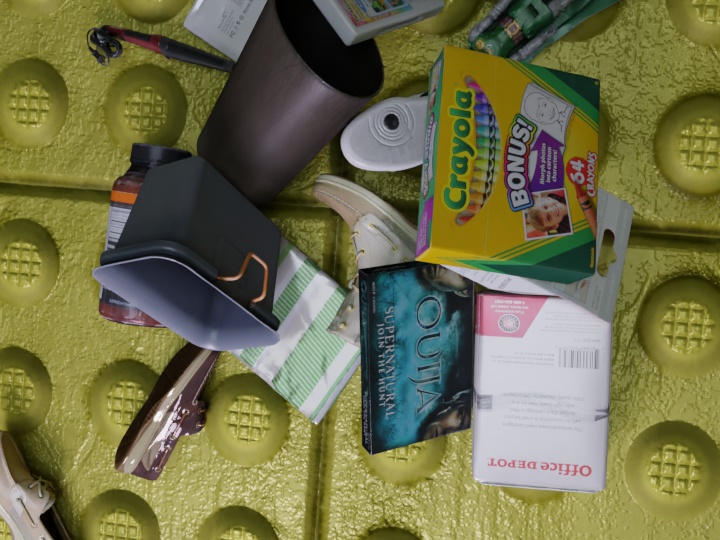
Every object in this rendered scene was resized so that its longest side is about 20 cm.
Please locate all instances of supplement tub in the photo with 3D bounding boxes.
[{"bbox_3d":[-0.243,-0.042,0.892,0.104,0.107,0.206,9,93,8],"label":"supplement tub"}]

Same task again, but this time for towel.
[{"bbox_3d":[-0.085,0.064,0.915,0.199,0.023,0.154,38,96,7],"label":"towel"}]

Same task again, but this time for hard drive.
[{"bbox_3d":[-0.097,-0.293,0.902,0.198,0.026,0.134,34,96,6],"label":"hard drive"}]

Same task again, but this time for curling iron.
[{"bbox_3d":[-0.242,-0.262,0.924,0.195,0.026,0.051,12,87,9],"label":"curling iron"}]

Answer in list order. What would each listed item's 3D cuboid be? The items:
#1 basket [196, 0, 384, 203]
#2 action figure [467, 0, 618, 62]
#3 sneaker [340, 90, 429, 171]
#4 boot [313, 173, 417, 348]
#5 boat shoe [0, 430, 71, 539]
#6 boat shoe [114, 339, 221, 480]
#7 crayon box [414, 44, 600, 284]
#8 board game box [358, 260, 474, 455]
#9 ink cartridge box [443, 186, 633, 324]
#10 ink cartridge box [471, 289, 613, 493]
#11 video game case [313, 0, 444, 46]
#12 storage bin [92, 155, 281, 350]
[{"bbox_3d":[-0.085,-0.181,0.820,0.200,0.134,0.184,-44,43,37],"label":"basket"},{"bbox_3d":[0.187,-0.283,0.850,0.199,0.055,0.119,-42,89,12],"label":"action figure"},{"bbox_3d":[0.060,-0.150,0.832,0.196,0.112,0.075,-24,91,-16],"label":"sneaker"},{"bbox_3d":[0.000,0.000,0.863,0.198,0.072,0.156,34,86,1],"label":"boot"},{"bbox_3d":[-0.409,0.287,0.947,0.064,0.072,0.205,-21,91,-1],"label":"boat shoe"},{"bbox_3d":[-0.218,0.168,0.922,0.071,0.072,0.202,32,94,-24],"label":"boat shoe"},{"bbox_3d":[0.147,-0.102,0.754,0.168,0.058,0.206,8,77,-13],"label":"crayon box"},{"bbox_3d":[0.063,0.090,0.834,0.132,0.028,0.206,-9,108,-24],"label":"board game box"},{"bbox_3d":[0.189,-0.044,0.825,0.196,0.047,0.163,26,60,-4],"label":"ink cartridge box"},{"bbox_3d":[0.196,0.128,0.843,0.142,0.083,0.206,2,91,8],"label":"ink cartridge box"},{"bbox_3d":[-0.016,-0.345,0.824,0.202,0.181,0.024,54,135,3],"label":"video game case"},{"bbox_3d":[-0.160,-0.020,0.811,0.142,0.200,0.137,-8,58,30],"label":"storage bin"}]
